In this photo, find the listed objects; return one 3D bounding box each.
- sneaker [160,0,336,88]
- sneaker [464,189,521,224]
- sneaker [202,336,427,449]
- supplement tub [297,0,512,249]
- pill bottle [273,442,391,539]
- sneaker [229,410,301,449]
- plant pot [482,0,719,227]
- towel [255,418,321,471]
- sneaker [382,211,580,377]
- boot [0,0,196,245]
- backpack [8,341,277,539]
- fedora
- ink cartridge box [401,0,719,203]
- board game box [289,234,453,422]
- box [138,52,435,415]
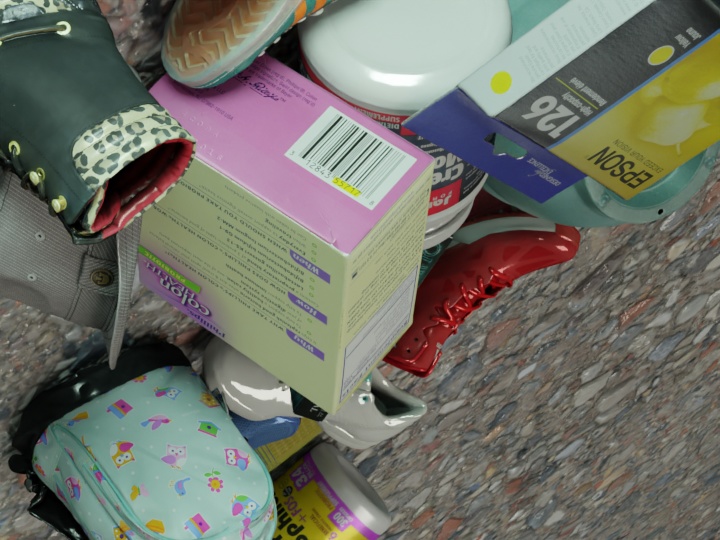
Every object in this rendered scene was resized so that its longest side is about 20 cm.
[{"bbox_3d":[-0.036,-0.183,1.254,0.200,0.071,0.080,-46,150,10],"label":"sneaker"},{"bbox_3d":[0.116,-0.066,1.645,0.074,0.087,0.200,-3,137,-51],"label":"sneaker"},{"bbox_3d":[-0.033,0.088,1.637,0.200,0.076,0.088,21,153,-38],"label":"sneaker"},{"bbox_3d":[0.026,-0.115,1.372,0.140,0.140,0.200,-30,153,-19],"label":"supplement tub"},{"bbox_3d":[-0.075,0.262,1.906,0.200,0.104,0.104,-42,155,4],"label":"pill bottle"},{"bbox_3d":[-0.135,0.159,1.648,0.199,0.089,0.079,-20,151,-23],"label":"sneaker"},{"bbox_3d":[0.185,-0.114,1.506,0.200,0.134,0.201,-12,120,-22],"label":"plant pot"},{"bbox_3d":[-0.057,0.105,1.767,0.143,0.023,0.200,-36,154,-7],"label":"towel"},{"bbox_3d":[0.084,0.028,1.621,0.199,0.116,0.078,-14,151,29],"label":"sneaker"},{"bbox_3d":[-0.205,-0.068,1.111,0.203,0.154,0.074,-35,155,-10],"label":"boot"},{"bbox_3d":[-0.151,0.159,1.514,0.167,0.200,0.127,-27,153,-23],"label":"backpack"},{"bbox_3d":[-0.186,-0.037,1.225,0.090,0.177,0.200,3,143,-14],"label":"fedora"},{"bbox_3d":[0.158,-0.107,1.295,0.200,0.047,0.197,-37,150,20],"label":"ink cartridge box"},{"bbox_3d":[0.000,0.000,1.544,0.028,0.136,0.200,20,124,-24],"label":"board game box"},{"bbox_3d":[-0.054,-0.031,1.337,0.097,0.176,0.200,-48,161,-28],"label":"box"}]
